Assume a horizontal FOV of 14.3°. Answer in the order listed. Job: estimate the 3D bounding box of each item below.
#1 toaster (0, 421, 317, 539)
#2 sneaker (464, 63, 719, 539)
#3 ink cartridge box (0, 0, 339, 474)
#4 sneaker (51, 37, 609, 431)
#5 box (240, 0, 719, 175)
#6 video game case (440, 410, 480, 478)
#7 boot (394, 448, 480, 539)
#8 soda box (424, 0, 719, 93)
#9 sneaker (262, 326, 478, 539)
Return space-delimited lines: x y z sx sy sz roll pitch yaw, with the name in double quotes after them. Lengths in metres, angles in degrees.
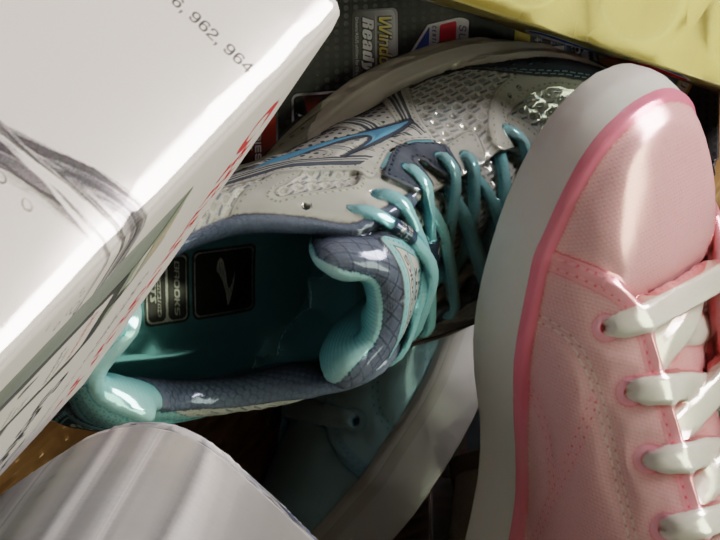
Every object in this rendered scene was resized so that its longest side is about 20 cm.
-0.067 0.114 0.591 0.114 0.200 0.129 44 17 -8 "toaster"
0.082 0.053 0.713 0.075 0.105 0.201 -23 128 -48 "sneaker"
-0.108 0.015 0.528 0.200 0.084 0.146 -49 179 -43 "ink cartridge box"
0.000 0.000 0.709 0.200 0.086 0.078 -20 112 -24 "sneaker"
0.020 -0.120 0.769 0.160 0.044 0.201 -5 103 -24 "box"
0.072 0.079 0.889 0.017 0.143 0.201 -10 105 -41 "video game case"
0.056 0.125 0.836 0.070 0.200 0.147 -1 76 -25 "boot"
0.047 -0.094 0.727 0.200 0.064 0.068 15 94 -27 "soda box"
0.002 -0.004 0.842 0.082 0.074 0.200 30 74 -17 "sneaker"
